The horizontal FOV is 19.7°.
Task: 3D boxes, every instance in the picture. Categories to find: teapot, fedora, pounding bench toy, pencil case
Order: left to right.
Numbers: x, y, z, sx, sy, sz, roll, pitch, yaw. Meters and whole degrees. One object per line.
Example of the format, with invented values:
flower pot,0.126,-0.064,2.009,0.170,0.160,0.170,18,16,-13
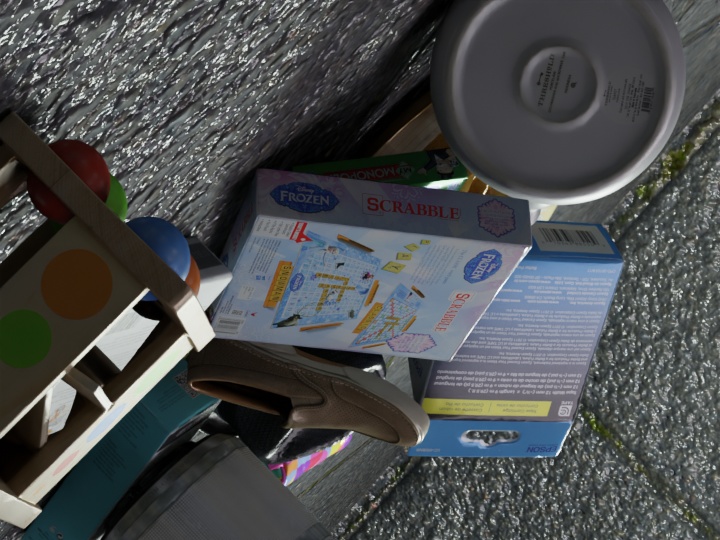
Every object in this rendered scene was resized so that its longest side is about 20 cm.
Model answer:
pounding bench toy,-0.159,0.029,1.037,0.156,0.124,0.200,-45,171,-8
pencil case,-0.077,0.188,2.291,0.088,0.088,0.200,-50,171,26
fedora,-0.049,0.096,1.756,0.200,0.092,0.201,-23,144,-18
fedora,0.050,-0.071,1.694,0.201,0.082,0.201,-44,171,-8
teapot,0.143,-0.152,1.512,0.200,0.198,0.146,-34,-170,12

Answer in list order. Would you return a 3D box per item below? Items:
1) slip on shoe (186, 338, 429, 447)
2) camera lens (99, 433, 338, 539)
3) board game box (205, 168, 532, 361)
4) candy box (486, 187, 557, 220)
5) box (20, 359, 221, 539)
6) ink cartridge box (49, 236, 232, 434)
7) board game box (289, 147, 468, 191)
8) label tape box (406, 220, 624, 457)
slip on shoe,-0.044,0.102,1.650,0.061,0.199,0.076,-67,-173,-30
camera lens,-0.105,0.246,1.697,0.160,0.200,0.160,-45,172,-8
board game box,0.000,0.000,1.509,0.200,0.199,0.041,121,-28,-59
candy box,0.133,-0.115,1.707,0.055,0.116,0.200,-12,165,-10
box,-0.199,0.165,1.713,0.200,0.049,0.082,-51,170,32
ink cartridge box,-0.181,0.059,1.345,0.174,0.044,0.200,-47,171,14
board game box,-0.011,-0.027,1.589,0.134,0.029,0.200,-9,156,-21
label tape box,0.117,0.056,1.690,0.143,0.066,0.201,2,124,-19
